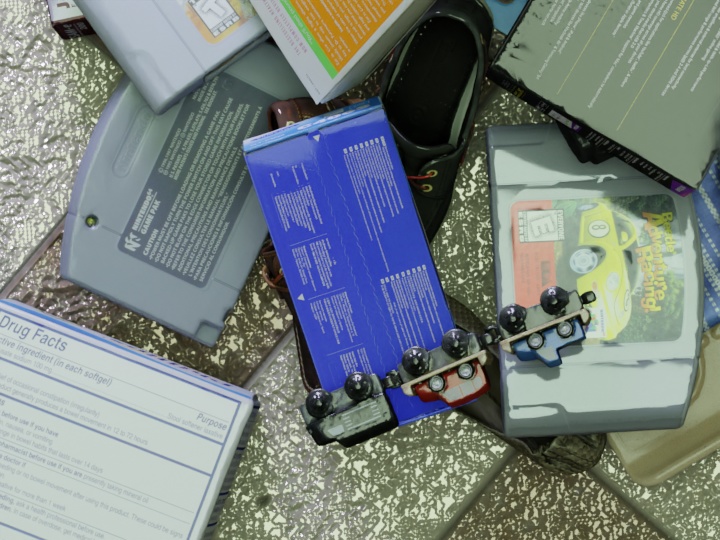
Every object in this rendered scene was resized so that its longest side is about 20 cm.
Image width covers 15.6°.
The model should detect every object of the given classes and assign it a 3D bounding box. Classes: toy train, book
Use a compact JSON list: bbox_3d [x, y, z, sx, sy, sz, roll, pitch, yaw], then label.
[{"bbox_3d":[0.058,0.062,1.637,0.199,0.034,0.046,-24,81,7],"label":"toy train"},{"bbox_3d":[-0.003,-0.211,1.597,0.048,0.200,0.134,-30,81,-41],"label":"book"}]

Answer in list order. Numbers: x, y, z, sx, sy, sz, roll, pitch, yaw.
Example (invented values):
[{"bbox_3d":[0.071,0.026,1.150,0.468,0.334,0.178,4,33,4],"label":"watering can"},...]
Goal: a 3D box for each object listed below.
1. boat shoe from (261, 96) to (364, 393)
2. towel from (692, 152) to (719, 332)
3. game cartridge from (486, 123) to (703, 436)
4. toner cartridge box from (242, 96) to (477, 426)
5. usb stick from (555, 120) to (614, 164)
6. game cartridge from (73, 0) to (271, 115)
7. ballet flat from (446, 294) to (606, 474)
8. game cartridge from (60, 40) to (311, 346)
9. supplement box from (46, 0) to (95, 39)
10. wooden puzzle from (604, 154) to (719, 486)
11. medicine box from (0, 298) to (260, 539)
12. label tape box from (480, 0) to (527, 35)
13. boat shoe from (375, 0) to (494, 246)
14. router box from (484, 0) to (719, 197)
[{"bbox_3d":[-0.033,-0.014,1.725,0.070,0.070,0.201,-3,95,-27],"label":"boat shoe"},{"bbox_3d":[0.214,-0.037,1.719,0.199,0.024,0.145,-29,80,-1],"label":"towel"},{"bbox_3d":[0.151,0.003,1.681,0.132,0.041,0.201,-3,80,-2],"label":"game cartridge"},{"bbox_3d":[0.000,0.000,1.670,0.094,0.043,0.201,-18,102,0],"label":"toner cartridge box"},{"bbox_3d":[0.219,-0.126,1.669,0.199,0.033,0.056,-25,65,-9],"label":"usb stick"},{"bbox_3d":[-0.090,-0.211,1.706,0.200,0.042,0.133,-37,89,-5],"label":"game cartridge"},{"bbox_3d":[0.072,0.071,1.728,0.200,0.046,0.068,35,112,13],"label":"ballet flat"},{"bbox_3d":[-0.115,-0.067,1.743,0.133,0.041,0.201,26,87,-20],"label":"game cartridge"},{"bbox_3d":[-0.117,-0.229,1.760,0.199,0.061,0.110,-12,86,1],"label":"supplement box"},{"bbox_3d":[0.213,0.016,1.748,0.185,0.046,0.201,-30,82,-1],"label":"wooden puzzle"},{"bbox_3d":[-0.183,0.143,1.717,0.181,0.103,0.201,21,87,2],"label":"medicine box"},{"bbox_3d":[0.118,-0.255,1.754,0.144,0.063,0.201,30,89,3],"label":"label tape box"},{"bbox_3d":[0.034,-0.085,1.721,0.073,0.063,0.202,20,111,4],"label":"boat shoe"},{"bbox_3d":[0.189,-0.169,1.615,0.149,0.051,0.201,31,87,0],"label":"router box"}]
